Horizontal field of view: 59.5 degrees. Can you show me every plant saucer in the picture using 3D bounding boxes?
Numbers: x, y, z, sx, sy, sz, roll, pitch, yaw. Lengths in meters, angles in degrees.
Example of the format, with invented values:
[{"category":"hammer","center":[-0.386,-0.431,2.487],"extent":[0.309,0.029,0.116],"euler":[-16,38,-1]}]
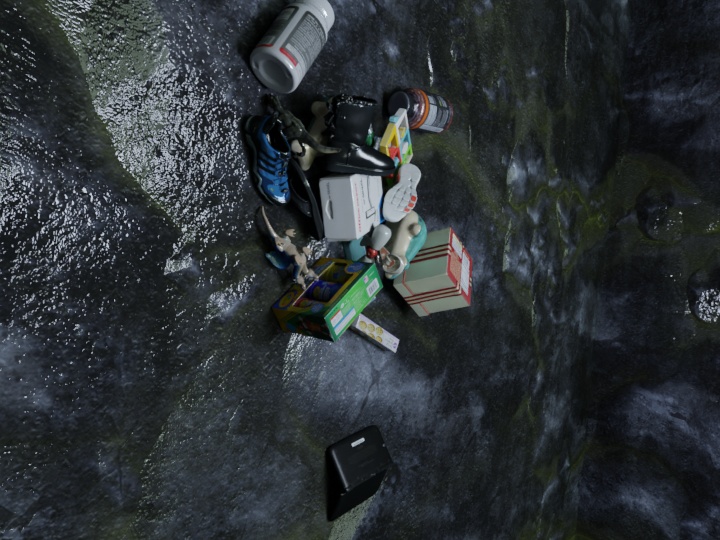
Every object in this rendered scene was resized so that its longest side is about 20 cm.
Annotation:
[{"category":"plant saucer","center":[0.000,0.000,1.630],"extent":[0.070,0.019,0.203],"euler":[-34,120,-43]}]

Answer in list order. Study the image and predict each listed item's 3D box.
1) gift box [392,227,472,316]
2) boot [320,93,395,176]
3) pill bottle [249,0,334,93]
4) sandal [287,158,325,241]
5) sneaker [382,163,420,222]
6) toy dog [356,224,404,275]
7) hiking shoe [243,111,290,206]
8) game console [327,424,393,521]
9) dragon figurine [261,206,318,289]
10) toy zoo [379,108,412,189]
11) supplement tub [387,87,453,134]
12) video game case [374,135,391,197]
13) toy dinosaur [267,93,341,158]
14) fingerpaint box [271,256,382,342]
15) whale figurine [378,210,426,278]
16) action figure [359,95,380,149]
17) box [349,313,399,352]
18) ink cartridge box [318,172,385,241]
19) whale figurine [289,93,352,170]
[{"category":"gift box","center":[0.197,0.001,1.747],"extent":[0.185,0.185,0.202],"euler":[52,37,-37]},{"category":"boot","center":[0.004,-0.300,1.402],"extent":[0.196,0.073,0.165],"euler":[0,115,-25]},{"category":"pill bottle","center":[-0.139,-0.484,1.330],"extent":[0.114,0.113,0.202],"euler":[51,57,-40]},{"category":"sandal","center":[-0.131,-0.151,1.416],"extent":[0.048,0.075,0.203],"euler":[-28,119,-18]},{"category":"sneaker","center":[0.103,-0.184,1.614],"extent":[0.201,0.076,0.082],"euler":[-63,-179,-38]},{"category":"toy dog","center":[0.029,-0.019,1.544],"extent":[0.133,0.199,0.096],"euler":[56,29,7]},{"category":"hiking shoe","center":[-0.183,-0.228,1.325],"extent":[0.074,0.086,0.202],"euler":[-40,123,-40]},{"category":"game console","center":[-0.018,0.532,1.669],"extent":[0.199,0.116,0.178],"euler":[-11,73,-50]},{"category":"dragon figurine","center":[-0.167,-0.041,1.383],"extent":[0.200,0.099,0.059],"euler":[43,57,-6]},{"category":"toy zoo","center":[0.092,-0.319,1.621],"extent":[0.132,0.020,0.201],"euler":[-63,157,-25]},{"category":"supplement tub","center":[0.159,-0.433,1.705],"extent":[0.199,0.106,0.109],"euler":[-3,97,-50]},{"category":"video game case","center":[0.069,-0.244,1.686],"extent":[0.142,0.018,0.203],"euler":[3,91,-51]},{"category":"toy dinosaur","center":[-0.140,-0.289,1.351],"extent":[0.199,0.088,0.048],"euler":[40,42,2]},{"category":"fingerpaint box","center":[-0.074,0.058,1.430],"extent":[0.200,0.165,0.074],"euler":[-46,128,-36]},{"category":"whale figurine","center":[0.114,-0.061,1.630],"extent":[0.103,0.159,0.202],"euler":[30,43,-26]},{"category":"action figure","center":[0.017,-0.326,1.560],"extent":[0.054,0.118,0.202],"euler":[-18,124,-10]},{"category":"box","center":[0.034,0.165,1.673],"extent":[0.200,0.038,0.042],"euler":[39,66,-46]},{"category":"ink cartridge box","center":[-0.016,-0.164,1.498],"extent":[0.200,0.083,0.148],"euler":[-42,128,-63]},{"category":"whale figurine","center":[-0.081,-0.319,1.452],"extent":[0.199,0.104,0.160],"euler":[-40,128,-11]}]
